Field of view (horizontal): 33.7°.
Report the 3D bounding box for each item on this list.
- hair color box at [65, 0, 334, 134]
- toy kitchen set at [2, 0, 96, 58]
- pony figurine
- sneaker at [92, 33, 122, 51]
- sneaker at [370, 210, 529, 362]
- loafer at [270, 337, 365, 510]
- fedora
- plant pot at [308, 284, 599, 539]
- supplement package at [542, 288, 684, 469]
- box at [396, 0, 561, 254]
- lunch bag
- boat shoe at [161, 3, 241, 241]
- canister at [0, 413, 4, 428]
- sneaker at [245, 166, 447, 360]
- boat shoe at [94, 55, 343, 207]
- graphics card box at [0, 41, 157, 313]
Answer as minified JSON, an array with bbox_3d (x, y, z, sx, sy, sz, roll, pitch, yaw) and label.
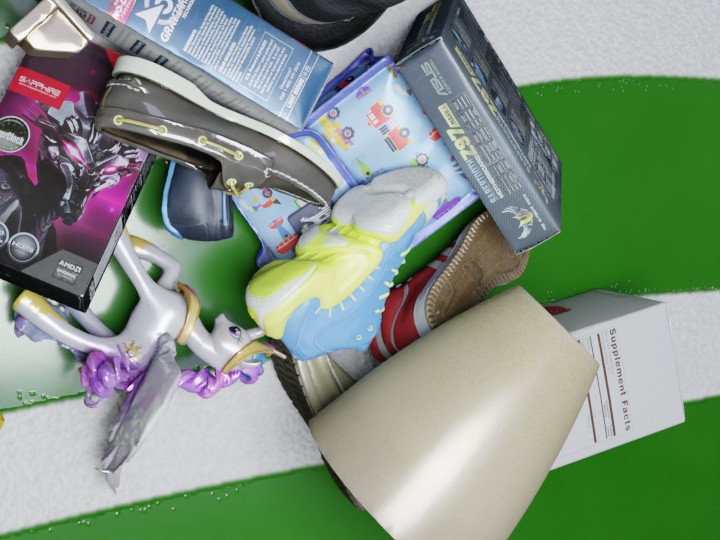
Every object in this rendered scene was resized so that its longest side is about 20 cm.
[{"bbox_3d":[-0.126,-0.177,0.899,0.198,0.100,0.061,29,84,-17],"label":"hair color box"},{"bbox_3d":[-0.314,-0.166,0.854,0.181,0.200,0.163,-47,109,-11],"label":"toy kitchen set"},{"bbox_3d":[-0.182,0.067,0.973,0.199,0.166,0.194,39,73,-5],"label":"pony figurine"},{"bbox_3d":[-0.163,-0.262,0.989,0.199,0.077,0.082,-40,81,-14],"label":"sneaker"},{"bbox_3d":[0.078,0.016,1.108,0.072,0.112,0.200,53,45,-7],"label":"sneaker"},{"bbox_3d":[-0.020,0.120,1.073,0.068,0.075,0.202,-30,115,-17],"label":"loafer"},{"bbox_3d":[-0.003,-0.272,0.989,0.199,0.091,0.204,-19,116,-44],"label":"fedora"},{"bbox_3d":[0.092,0.116,0.958,0.187,0.187,0.200,42,95,-20],"label":"plant pot"},{"bbox_3d":[0.185,0.104,1.123,0.197,0.121,0.122,-15,100,-20],"label":"supplement package"},{"bbox_3d":[0.111,-0.134,1.054,0.051,0.158,0.201,-28,109,21],"label":"box"},{"bbox_3d":[-0.018,-0.073,1.056,0.199,0.094,0.151,-39,107,0],"label":"lunch bag"},{"bbox_3d":[-0.113,-0.122,1.000,0.068,0.084,0.203,11,90,5],"label":"boat shoe"},{"bbox_3d":[-0.383,0.180,0.926,0.147,0.086,0.202,25,84,-21],"label":"canister"},{"bbox_3d":[0.000,0.000,1.000,0.199,0.076,0.106,-34,124,-9],"label":"sneaker"},{"bbox_3d":[-0.108,-0.092,0.919,0.199,0.072,0.061,26,76,-18],"label":"boat shoe"},{"bbox_3d":[-0.232,-0.083,0.931,0.124,0.051,0.202,23,70,-4],"label":"graphics card box"}]
